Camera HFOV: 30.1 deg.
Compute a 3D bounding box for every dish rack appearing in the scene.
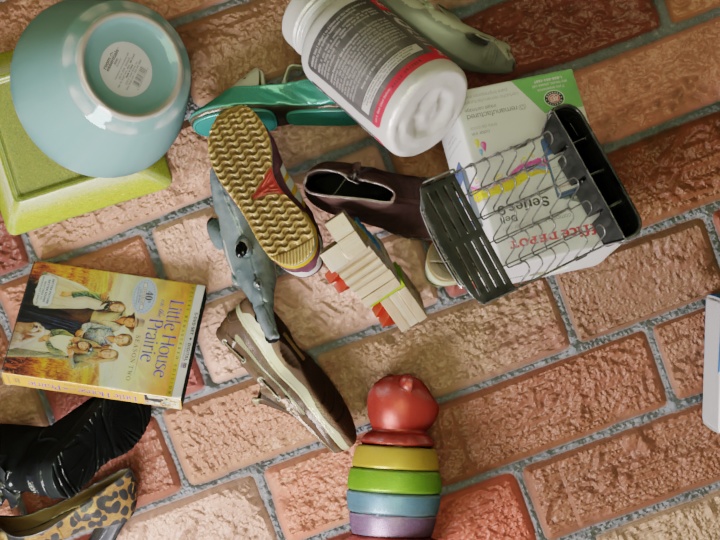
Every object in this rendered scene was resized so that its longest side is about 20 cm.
[{"bbox_3d":[0.163,-0.062,1.337,0.199,0.055,0.154,-24,79,-22],"label":"dish rack"}]

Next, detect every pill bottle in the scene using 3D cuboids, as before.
[{"bbox_3d":[0.008,-0.217,1.395,0.111,0.111,0.200,-48,61,3],"label":"pill bottle"}]

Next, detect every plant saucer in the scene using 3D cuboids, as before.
[{"bbox_3d":[-0.335,-0.161,1.496,0.198,0.048,0.201,-17,92,2],"label":"plant saucer"}]

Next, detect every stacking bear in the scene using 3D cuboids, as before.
[{"bbox_3d":[0.043,0.215,1.481,0.113,0.121,0.202,5,83,-14],"label":"stacking bear"}]

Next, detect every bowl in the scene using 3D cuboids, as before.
[{"bbox_3d":[-0.258,-0.205,1.420,0.200,0.105,0.202,4,82,-30],"label":"bowl"}]

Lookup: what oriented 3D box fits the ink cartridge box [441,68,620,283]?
[{"bbox_3d":[0.179,-0.097,1.429,0.144,0.088,0.201,-11,78,-11],"label":"ink cartridge box"}]

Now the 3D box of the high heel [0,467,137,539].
[{"bbox_3d":[-0.351,0.259,1.486,0.199,0.071,0.143,23,99,-30],"label":"high heel"}]

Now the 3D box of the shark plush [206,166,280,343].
[{"bbox_3d":[-0.131,-0.014,1.454,0.090,0.083,0.201,-7,68,7],"label":"shark plush"}]

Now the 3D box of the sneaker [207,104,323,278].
[{"bbox_3d":[-0.101,-0.080,1.433,0.075,0.090,0.201,-26,72,2],"label":"sneaker"}]

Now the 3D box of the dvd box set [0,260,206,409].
[{"bbox_3d":[-0.280,0.070,1.480,0.198,0.029,0.147,9,59,1],"label":"dvd box set"}]

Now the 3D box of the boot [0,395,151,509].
[{"bbox_3d":[-0.346,0.189,1.485,0.161,0.198,0.074,-4,115,31],"label":"boot"}]

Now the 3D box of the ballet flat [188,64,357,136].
[{"bbox_3d":[-0.091,-0.191,1.488,0.198,0.067,0.071,-5,69,2],"label":"ballet flat"}]

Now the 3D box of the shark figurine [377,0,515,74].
[{"bbox_3d":[0.063,-0.250,1.447,0.214,0.128,0.090,29,104,1],"label":"shark figurine"}]

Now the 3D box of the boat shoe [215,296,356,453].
[{"bbox_3d":[-0.086,0.127,1.501,0.075,0.075,0.203,-37,85,16],"label":"boat shoe"}]

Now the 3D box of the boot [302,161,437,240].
[{"bbox_3d":[0.034,-0.072,1.431,0.198,0.166,0.073,12,94,-1],"label":"boot"}]

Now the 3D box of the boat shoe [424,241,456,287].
[{"bbox_3d":[0.166,-0.029,1.489,0.199,0.063,0.074,-21,76,-9],"label":"boat shoe"}]

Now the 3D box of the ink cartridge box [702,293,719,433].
[{"bbox_3d":[0.484,0.103,1.473,0.198,0.086,0.148,1,93,3],"label":"ink cartridge box"}]

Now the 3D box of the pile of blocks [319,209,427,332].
[{"bbox_3d":[0.000,0.000,1.443,0.062,0.082,0.200,-33,137,9],"label":"pile of blocks"}]
